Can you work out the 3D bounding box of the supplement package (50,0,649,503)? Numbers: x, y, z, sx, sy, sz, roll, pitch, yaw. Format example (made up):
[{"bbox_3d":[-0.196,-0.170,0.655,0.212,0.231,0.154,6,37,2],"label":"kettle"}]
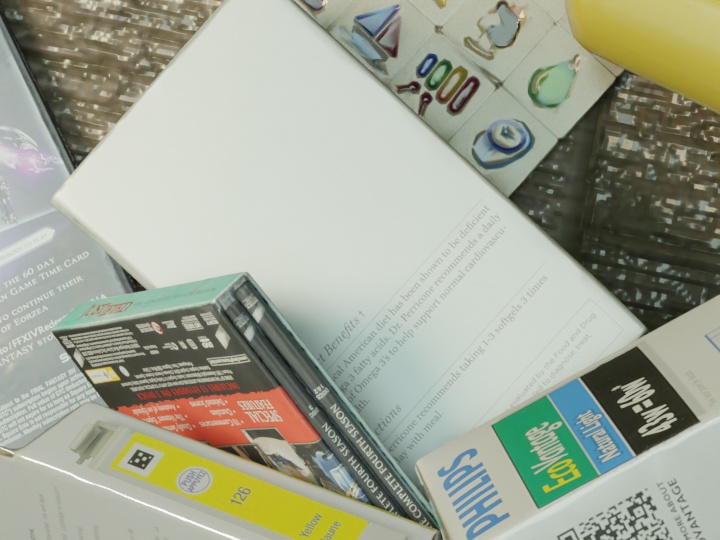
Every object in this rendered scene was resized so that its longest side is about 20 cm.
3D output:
[{"bbox_3d":[0.000,0.000,1.122,0.200,0.117,0.117,43,92,7],"label":"supplement package"}]

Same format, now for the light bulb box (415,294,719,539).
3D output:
[{"bbox_3d":[0.151,0.114,0.981,0.199,0.125,0.199,-28,101,0],"label":"light bulb box"}]

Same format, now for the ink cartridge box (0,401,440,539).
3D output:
[{"bbox_3d":[-0.062,0.141,1.090,0.199,0.198,0.047,21,49,24],"label":"ink cartridge box"}]

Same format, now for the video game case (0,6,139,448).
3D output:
[{"bbox_3d":[-0.170,0.006,1.194,0.142,0.019,0.201,-27,83,5],"label":"video game case"}]

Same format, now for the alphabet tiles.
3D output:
[{"bbox_3d":[0.041,-0.156,1.181,0.200,0.008,0.167,43,93,7],"label":"alphabet tiles"}]

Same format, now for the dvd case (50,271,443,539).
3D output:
[{"bbox_3d":[-0.020,0.087,1.082,0.022,0.146,0.200,-43,105,-25],"label":"dvd case"}]

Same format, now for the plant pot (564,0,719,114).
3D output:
[{"bbox_3d":[0.182,-0.123,1.074,0.188,0.201,0.202,16,89,18],"label":"plant pot"}]
